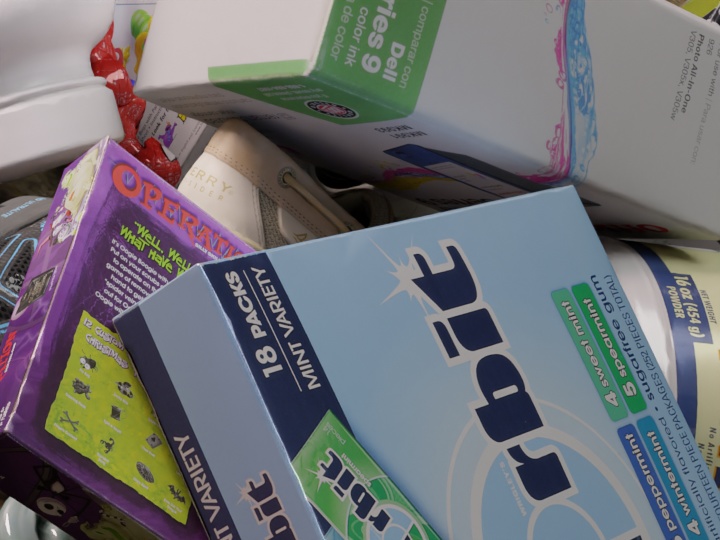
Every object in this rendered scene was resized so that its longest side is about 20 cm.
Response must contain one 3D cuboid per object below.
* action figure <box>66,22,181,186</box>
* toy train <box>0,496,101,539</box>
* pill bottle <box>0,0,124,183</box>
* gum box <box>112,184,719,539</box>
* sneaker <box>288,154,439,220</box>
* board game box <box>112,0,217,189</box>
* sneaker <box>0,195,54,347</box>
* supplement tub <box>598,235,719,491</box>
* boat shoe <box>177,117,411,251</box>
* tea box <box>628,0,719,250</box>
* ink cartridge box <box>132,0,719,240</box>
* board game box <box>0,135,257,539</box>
[{"bbox_3d":[-0.133,-0.105,0.913,0.052,0.066,0.200,-7,50,-37],"label":"action figure"},{"bbox_3d":[-0.057,0.108,0.653,0.114,0.085,0.200,47,29,5],"label":"toy train"},{"bbox_3d":[-0.162,-0.135,0.807,0.112,0.112,0.201,-21,94,-57],"label":"pill bottle"},{"bbox_3d":[0.036,0.067,0.639,0.200,0.044,0.170,-13,75,-51],"label":"gum box"},{"bbox_3d":[0.012,-0.029,0.922,0.200,0.092,0.076,5,39,-45],"label":"sneaker"},{"bbox_3d":[-0.078,-0.130,0.971,0.103,0.105,0.200,3,42,-45],"label":"board game box"},{"bbox_3d":[-0.114,0.027,0.635,0.082,0.073,0.200,0,27,26],"label":"sneaker"},{"bbox_3d":[0.163,0.066,0.841,0.199,0.145,0.145,6,37,-20],"label":"supplement tub"},{"bbox_3d":[0.000,0.000,0.844,0.072,0.065,0.200,26,-3,46],"label":"boat shoe"},{"bbox_3d":[0.195,-0.025,1.022,0.200,0.134,0.197,50,28,-4],"label":"tea box"},{"bbox_3d":[0.035,-0.079,0.803,0.199,0.088,0.145,18,-7,-32],"label":"ink cartridge box"},{"bbox_3d":[-0.023,0.061,0.634,0.200,0.032,0.120,38,45,-25],"label":"board game box"}]
